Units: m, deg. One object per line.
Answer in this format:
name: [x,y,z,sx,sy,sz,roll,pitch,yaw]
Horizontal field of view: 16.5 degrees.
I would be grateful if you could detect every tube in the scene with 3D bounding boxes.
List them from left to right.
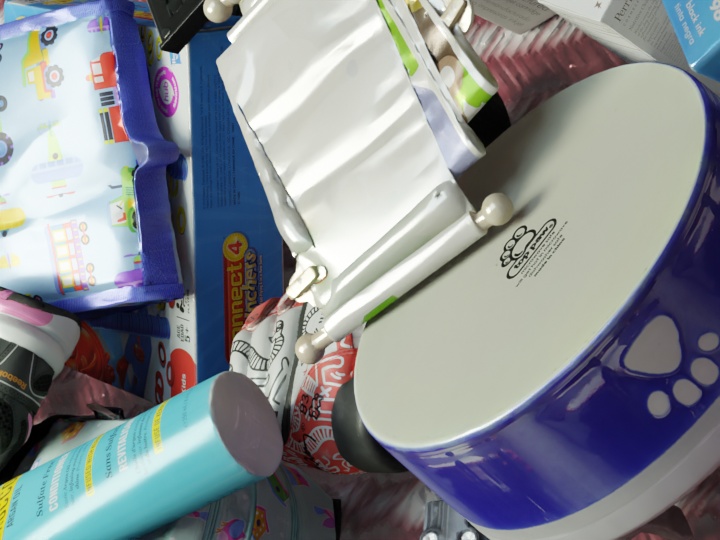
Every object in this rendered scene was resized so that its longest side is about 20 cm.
tube: [-0.127,0.107,1.148,0.200,0.050,0.078,-28,30,28]

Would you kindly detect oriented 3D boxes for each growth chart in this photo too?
growth chart: [-0.002,-0.079,1.077,0.145,0.018,0.200,-31,65,31]

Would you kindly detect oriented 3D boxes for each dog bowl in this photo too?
dog bowl: [0.092,0.014,1.022,0.200,0.079,0.200,-39,26,23]

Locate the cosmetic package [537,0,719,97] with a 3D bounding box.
cosmetic package: [0.160,-0.179,1.048,0.051,0.082,0.200,28,89,52]

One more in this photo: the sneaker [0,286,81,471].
sneaker: [-0.215,0.081,1.263,0.200,0.080,0.086,-46,21,55]

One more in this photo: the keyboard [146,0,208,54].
keyboard: [-0.030,-0.176,1.155,0.200,0.021,0.127,-46,42,24]

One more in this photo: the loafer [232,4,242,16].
loafer: [-0.075,-0.202,1.305,0.200,0.063,0.072,105,-169,-47]

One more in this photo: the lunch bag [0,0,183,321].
lunch bag: [-0.165,-0.048,1.266,0.200,0.094,0.151,-11,86,47]

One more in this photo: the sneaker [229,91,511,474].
sneaker: [-0.001,0.000,1.178,0.108,0.067,0.202,-3,63,43]

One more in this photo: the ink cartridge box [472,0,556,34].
ink cartridge box: [0.100,-0.191,1.118,0.200,0.116,0.068,-29,54,42]

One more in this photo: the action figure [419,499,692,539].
action figure: [0.047,0.146,1.068,0.193,0.105,0.201,-19,62,35]

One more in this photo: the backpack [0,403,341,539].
backpack: [-0.108,0.145,1.232,0.200,0.126,0.167,-4,69,46]

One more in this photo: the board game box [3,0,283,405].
board game box: [-0.116,-0.039,1.311,0.196,0.056,0.201,15,110,53]

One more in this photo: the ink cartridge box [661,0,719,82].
ink cartridge box: [0.223,-0.145,0.953,0.200,0.116,0.068,-43,47,33]
